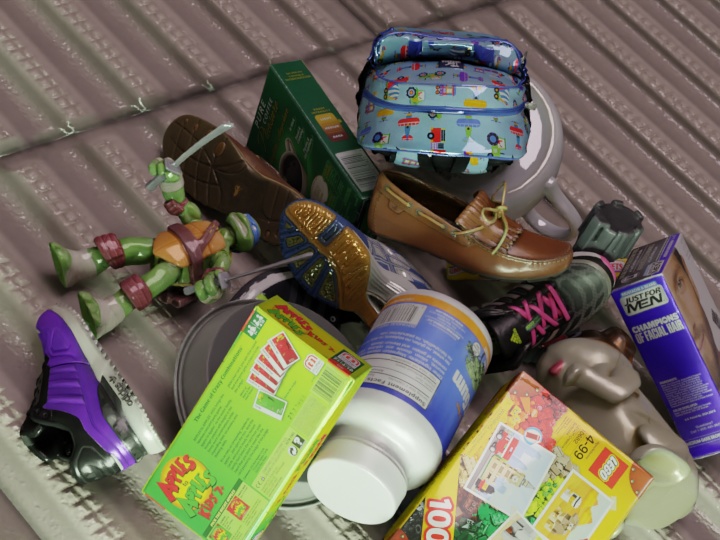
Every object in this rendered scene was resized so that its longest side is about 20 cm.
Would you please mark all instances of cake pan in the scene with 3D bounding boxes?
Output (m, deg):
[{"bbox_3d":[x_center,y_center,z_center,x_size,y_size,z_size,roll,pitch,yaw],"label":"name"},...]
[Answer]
[{"bbox_3d":[-0.070,0.112,1.510,0.200,0.037,0.201,17,58,-28],"label":"cake pan"}]

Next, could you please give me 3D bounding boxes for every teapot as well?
[{"bbox_3d":[0.128,-0.122,1.843,0.197,0.146,0.200,-8,69,-2],"label":"teapot"}]

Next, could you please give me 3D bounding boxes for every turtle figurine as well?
[{"bbox_3d":[-0.177,-0.032,1.548,0.194,0.200,0.144,-25,94,-19],"label":"turtle figurine"}]

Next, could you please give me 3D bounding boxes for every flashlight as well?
[{"bbox_3d":[0.220,0.014,1.699,0.068,0.200,0.068,24,39,-6],"label":"flashlight"}]

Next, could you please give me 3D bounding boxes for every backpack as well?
[{"bbox_3d":[0.082,-0.164,1.662,0.182,0.135,0.200,6,12,3],"label":"backpack"}]

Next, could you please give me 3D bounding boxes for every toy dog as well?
[{"bbox_3d":[0.242,0.142,1.629,0.194,0.140,0.200,9,42,-36],"label":"toy dog"}]

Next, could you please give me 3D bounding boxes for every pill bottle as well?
[{"bbox_3d":[0.032,0.121,1.479,0.112,0.112,0.200,29,51,1],"label":"pill bottle"}]

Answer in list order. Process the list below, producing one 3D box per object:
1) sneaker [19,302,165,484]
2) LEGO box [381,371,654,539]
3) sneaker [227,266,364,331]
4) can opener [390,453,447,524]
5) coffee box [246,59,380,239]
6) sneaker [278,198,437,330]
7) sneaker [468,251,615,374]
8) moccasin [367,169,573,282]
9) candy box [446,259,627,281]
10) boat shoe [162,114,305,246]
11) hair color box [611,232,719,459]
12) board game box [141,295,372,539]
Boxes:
[{"bbox_3d":[-0.252,0.107,1.439,0.099,0.070,0.200,-34,45,-10],"label":"sneaker"},{"bbox_3d":[0.129,0.213,1.454,0.149,0.077,0.200,39,73,2],"label":"LEGO box"},{"bbox_3d":[-0.054,0.041,1.617,0.200,0.072,0.083,-25,64,-43],"label":"sneaker"},{"bbox_3d":[0.046,0.158,1.557,0.079,0.063,0.200,0,48,-28],"label":"can opener"},{"bbox_3d":[-0.044,-0.107,1.737,0.044,0.123,0.200,-16,55,-30],"label":"coffee box"},{"bbox_3d":[0.000,0.000,1.619,0.200,0.075,0.088,44,23,-16],"label":"sneaker"},{"bbox_3d":[0.155,0.051,1.625,0.074,0.200,0.087,61,13,-12],"label":"sneaker"},{"bbox_3d":[0.107,-0.046,1.611,0.201,0.078,0.074,23,30,17],"label":"moccasin"},{"bbox_3d":[0.201,0.000,1.788,0.200,0.102,0.026,2,83,-27],"label":"candy box"},{"bbox_3d":[-0.121,-0.086,1.726,0.200,0.072,0.068,38,7,23],"label":"boat shoe"},{"bbox_3d":[0.331,0.076,1.715,0.200,0.065,0.109,61,29,-12],"label":"hair color box"},{"bbox_3d":[-0.087,0.132,1.401,0.102,0.200,0.048,36,20,10],"label":"board game box"}]
